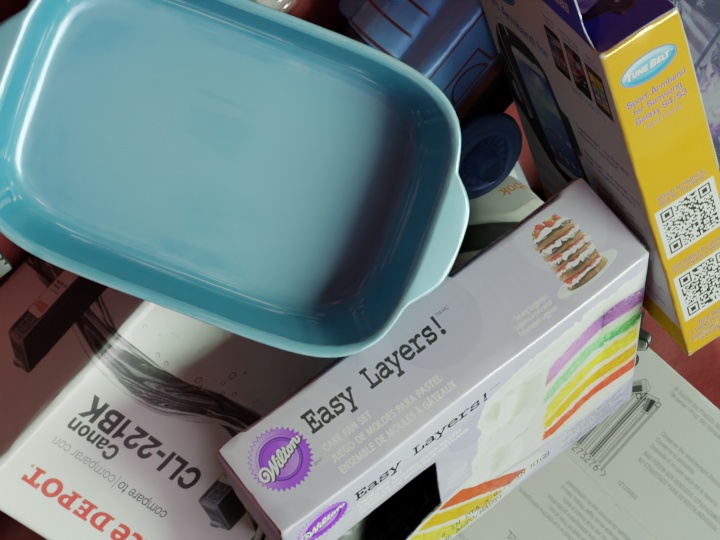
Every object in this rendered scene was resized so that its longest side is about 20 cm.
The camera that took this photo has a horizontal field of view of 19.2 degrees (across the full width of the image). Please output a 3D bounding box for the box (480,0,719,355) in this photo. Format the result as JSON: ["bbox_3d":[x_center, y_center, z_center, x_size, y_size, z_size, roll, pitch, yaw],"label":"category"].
[{"bbox_3d":[0.098,-0.070,0.863,0.041,0.119,0.201,-30,135,-8],"label":"box"}]

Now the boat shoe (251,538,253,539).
[{"bbox_3d":[-0.081,0.173,1.111,0.073,0.068,0.200,-11,146,-41],"label":"boat shoe"}]

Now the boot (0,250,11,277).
[{"bbox_3d":[-0.237,0.017,0.764,0.199,0.066,0.165,-37,147,-7],"label":"boot"}]

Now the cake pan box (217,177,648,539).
[{"bbox_3d":[0.033,0.067,0.918,0.199,0.052,0.185,-36,157,-11],"label":"cake pan box"}]

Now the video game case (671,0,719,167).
[{"bbox_3d":[0.159,-0.111,0.955,0.019,0.200,0.143,8,121,-54],"label":"video game case"}]

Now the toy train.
[{"bbox_3d":[0.052,-0.120,0.937,0.200,0.087,0.114,-49,141,10],"label":"toy train"}]

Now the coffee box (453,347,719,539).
[{"bbox_3d":[0.171,0.182,1.322,0.200,0.200,0.198,-46,150,0],"label":"coffee box"}]

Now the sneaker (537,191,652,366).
[{"bbox_3d":[0.136,-0.016,1.173,0.200,0.097,0.071,-43,147,-55],"label":"sneaker"}]

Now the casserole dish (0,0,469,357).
[{"bbox_3d":[-0.055,-0.045,0.826,0.039,0.198,0.122,-123,-127,-80],"label":"casserole dish"}]

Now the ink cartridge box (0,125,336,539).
[{"bbox_3d":[-0.074,0.034,0.927,0.200,0.084,0.144,-46,134,2],"label":"ink cartridge box"}]

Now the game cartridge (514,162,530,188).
[{"bbox_3d":[0.000,0.000,1.058,0.200,0.040,0.134,-43,146,-5],"label":"game cartridge"}]

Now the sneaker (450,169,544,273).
[{"bbox_3d":[0.032,0.038,1.033,0.073,0.080,0.201,-7,134,-49],"label":"sneaker"}]
